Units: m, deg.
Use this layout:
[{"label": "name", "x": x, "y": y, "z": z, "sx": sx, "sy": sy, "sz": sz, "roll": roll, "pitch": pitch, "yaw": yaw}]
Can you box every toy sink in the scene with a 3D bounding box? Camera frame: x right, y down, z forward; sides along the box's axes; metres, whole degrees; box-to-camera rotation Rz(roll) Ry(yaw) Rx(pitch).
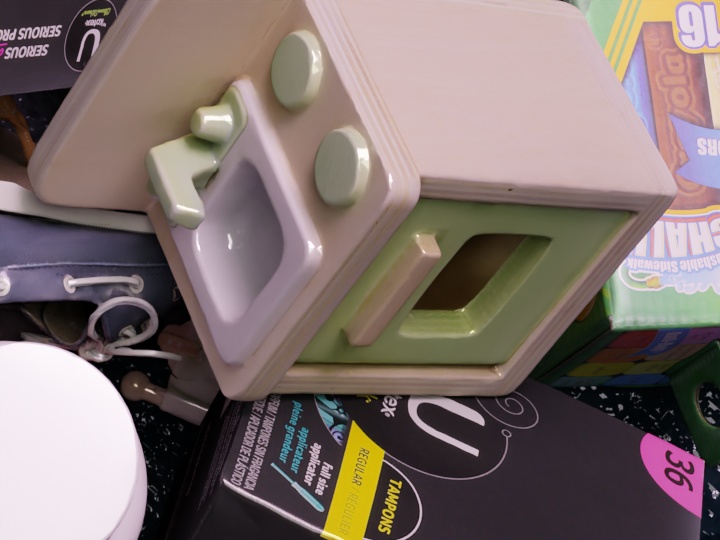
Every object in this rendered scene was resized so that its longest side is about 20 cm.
[{"label": "toy sink", "x": -0.003, "y": -0.029, "z": 1.019, "sx": 0.199, "sy": 0.131, "sz": 0.112, "roll": 4, "pitch": 48, "yaw": -38}]

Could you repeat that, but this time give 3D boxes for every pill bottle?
[{"label": "pill bottle", "x": -0.146, "y": 0.092, "z": 1.057, "sx": 0.112, "sy": 0.200, "sz": 0.113, "roll": 4, "pitch": 74, "yaw": -15}]

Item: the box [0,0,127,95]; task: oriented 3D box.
[{"label": "box", "x": -0.171, "y": -0.187, "z": 1.090, "sx": 0.124, "sy": 0.148, "sz": 0.201, "roll": -11, "pitch": 121, "yaw": -52}]

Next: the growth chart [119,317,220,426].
[{"label": "growth chart", "x": 0.000, "y": 0.000, "z": 1.158, "sx": 0.144, "sy": 0.018, "sz": 0.201, "roll": 28, "pitch": 101, "yaw": 2}]

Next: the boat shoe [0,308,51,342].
[{"label": "boat shoe", "x": -0.165, "y": 0.014, "z": 1.113, "sx": 0.199, "sy": 0.070, "sz": 0.067, "roll": 15, "pitch": 77, "yaw": -48}]

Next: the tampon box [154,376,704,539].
[{"label": "tampon box", "x": 0.023, "y": 0.122, "z": 1.086, "sx": 0.199, "sy": 0.127, "sz": 0.150, "roll": 24, "pitch": 35, "yaw": -7}]

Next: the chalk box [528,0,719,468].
[{"label": "chalk box", "x": 0.141, "y": -0.014, "z": 1.205, "sx": 0.123, "sy": 0.125, "sz": 0.201, "roll": -1, "pitch": 75, "yaw": -16}]

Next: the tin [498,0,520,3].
[{"label": "tin", "x": 0.001, "y": -0.114, "z": 1.096, "sx": 0.199, "sy": 0.112, "sz": 0.042, "roll": -20, "pitch": 102, "yaw": -6}]

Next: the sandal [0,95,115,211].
[{"label": "sandal", "x": -0.191, "y": -0.077, "z": 1.151, "sx": 0.199, "sy": 0.080, "sz": 0.054, "roll": 32, "pitch": 114, "yaw": -1}]

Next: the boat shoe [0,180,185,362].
[{"label": "boat shoe", "x": -0.115, "y": 0.004, "z": 1.068, "sx": 0.199, "sy": 0.075, "sz": 0.062, "roll": 11, "pitch": 78, "yaw": -44}]
